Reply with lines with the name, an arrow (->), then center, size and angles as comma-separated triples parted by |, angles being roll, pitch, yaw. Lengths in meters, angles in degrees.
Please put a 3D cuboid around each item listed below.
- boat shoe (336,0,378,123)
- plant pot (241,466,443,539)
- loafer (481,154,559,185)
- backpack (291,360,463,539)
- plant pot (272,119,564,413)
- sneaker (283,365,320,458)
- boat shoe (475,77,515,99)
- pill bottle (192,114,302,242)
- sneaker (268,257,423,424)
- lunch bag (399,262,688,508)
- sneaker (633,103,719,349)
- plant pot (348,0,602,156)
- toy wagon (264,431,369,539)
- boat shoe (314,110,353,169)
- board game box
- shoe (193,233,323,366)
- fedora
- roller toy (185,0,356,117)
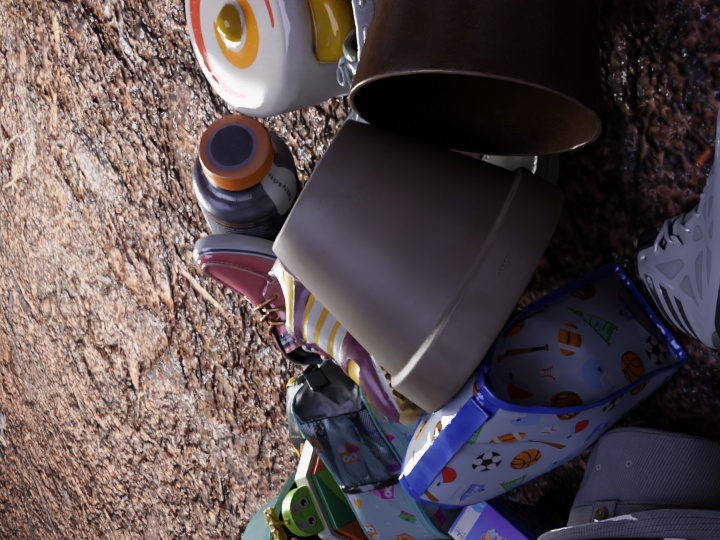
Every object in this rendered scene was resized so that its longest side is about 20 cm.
boat shoe -> 0.006, -0.206, 0.990 | 0.075, 0.063, 0.204 | -92, 5, -45
plant pot -> -0.037, 0.310, 1.321 | 0.203, 0.198, 0.196 | 64, 152, 7
loafer -> 0.115, -0.048, 1.033 | 0.070, 0.069, 0.202 | 43, 137, 31
backpack -> 0.047, 0.153, 1.133 | 0.151, 0.176, 0.203 | -11, 113, 25
plant pot -> 0.033, -0.020, 0.920 | 0.172, 0.201, 0.201 | 31, 139, -3
sneaker -> -0.051, 0.135, 1.338 | 0.090, 0.069, 0.202 | 38, 136, 31
boat shoe -> 0.064, -0.167, 1.049 | 0.199, 0.074, 0.094 | -25, 82, 46
pill bottle -> -0.110, -0.075, 1.218 | 0.107, 0.106, 0.201 | 51, 169, 23
sneaker -> -0.011, 0.055, 1.039 | 0.090, 0.074, 0.202 | -41, 61, 31
lunch bag -> 0.133, 0.100, 0.973 | 0.124, 0.198, 0.171 | 53, 142, 19
sneaker -> 0.243, -0.037, 0.867 | 0.114, 0.075, 0.204 | 17, 122, 45
plant pot -> 0.095, -0.209, 0.887 | 0.186, 0.185, 0.204 | -5, 74, 53
toy wagon -> -0.007, 0.220, 1.212 | 0.039, 0.198, 0.157 | -29, 84, 51
boat shoe -> -0.010, -0.095, 1.172 | 0.071, 0.069, 0.202 | 48, 140, 26
board game box -> 0.186, 0.278, 1.047 | 0.199, 0.134, 0.045 | 38, 97, 36
shoe -> -0.078, 0.034, 1.207 | 0.071, 0.197, 0.092 | -36, 42, 54
fedora -> 0.231, 0.175, 0.945 | 0.200, 0.174, 0.092 | 143, 132, -62
roller toy -> -0.074, -0.240, 1.125 | 0.201, 0.138, 0.183 | 54, 142, 19
